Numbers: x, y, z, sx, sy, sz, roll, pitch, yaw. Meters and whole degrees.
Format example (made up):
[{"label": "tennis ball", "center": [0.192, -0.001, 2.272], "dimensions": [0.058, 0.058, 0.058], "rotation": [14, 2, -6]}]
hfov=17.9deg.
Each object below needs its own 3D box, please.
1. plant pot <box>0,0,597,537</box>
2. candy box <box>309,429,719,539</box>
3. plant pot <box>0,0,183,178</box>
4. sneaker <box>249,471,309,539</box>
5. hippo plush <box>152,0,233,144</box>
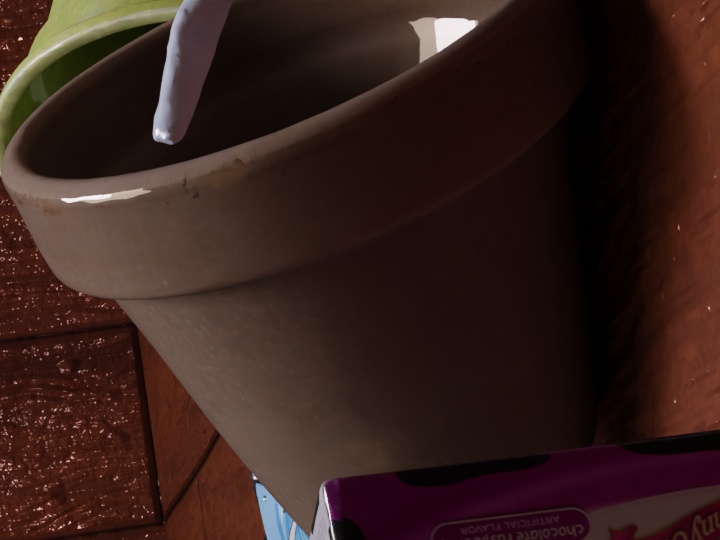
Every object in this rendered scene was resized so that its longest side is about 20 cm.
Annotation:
[{"label": "plant pot", "center": [0.000, 0.000, 0.784], "dimensions": [0.200, 0.200, 0.175], "rotation": [-125, 12, -69]}, {"label": "candy box", "center": [0.050, 0.116, 0.664], "dimensions": [0.200, 0.136, 0.061], "rotation": [101, 160, -63]}, {"label": "plant pot", "center": [-0.055, -0.125, 1.012], "dimensions": [0.201, 0.200, 0.185], "rotation": [99, 173, -57]}, {"label": "sneaker", "center": [-0.016, 0.092, 0.987], "dimensions": [0.090, 0.078, 0.200], "rotation": [39, 146, 22]}, {"label": "hippo plush", "center": [0.000, -0.170, 0.650], "dimensions": [0.159, 0.200, 0.161], "rotation": [54, 150, 23]}]
